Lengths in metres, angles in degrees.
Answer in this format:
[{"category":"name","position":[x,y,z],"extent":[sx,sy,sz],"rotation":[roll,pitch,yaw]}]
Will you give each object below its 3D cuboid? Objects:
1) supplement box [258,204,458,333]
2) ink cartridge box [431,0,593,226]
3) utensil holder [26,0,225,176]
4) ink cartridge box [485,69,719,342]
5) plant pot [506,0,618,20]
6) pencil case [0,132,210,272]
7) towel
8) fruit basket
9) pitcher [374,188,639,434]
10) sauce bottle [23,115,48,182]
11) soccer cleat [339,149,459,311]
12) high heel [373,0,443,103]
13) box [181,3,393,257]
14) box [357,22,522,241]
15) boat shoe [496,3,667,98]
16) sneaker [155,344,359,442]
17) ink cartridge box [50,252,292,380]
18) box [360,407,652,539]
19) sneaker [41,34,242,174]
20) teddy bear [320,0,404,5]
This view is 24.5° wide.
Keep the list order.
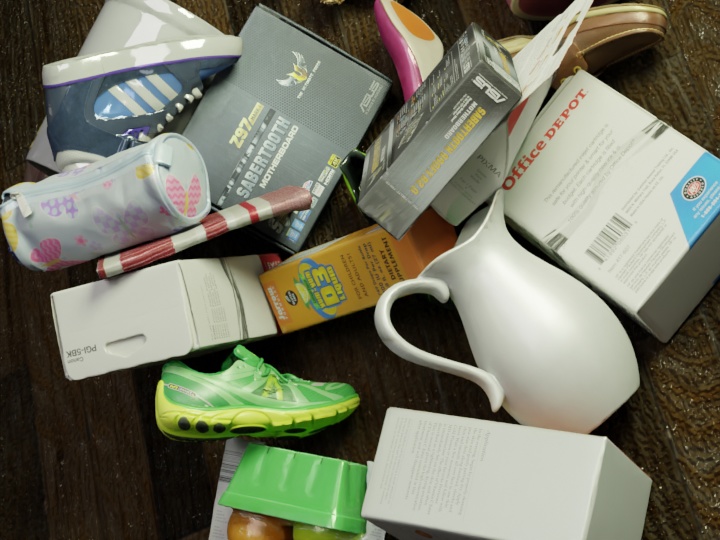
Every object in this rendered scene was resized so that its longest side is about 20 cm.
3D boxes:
[{"category":"supplement box","position":[0.000,0.000,1.505],"extent":[0.199,0.069,0.067],"rotation":[-20,97,45]},{"category":"ink cartridge box","position":[0.145,-0.147,1.422],"extent":[0.200,0.050,0.162],"rotation":[-39,16,46]},{"category":"utensil holder","position":[-0.225,-0.163,1.693],"extent":[0.169,0.170,0.202],"rotation":[22,83,34]},{"category":"ink cartridge box","position":[0.226,-0.058,1.441],"extent":[0.146,0.084,0.200],"rotation":[-50,54,1]},{"category":"plant pot","position":[0.181,-0.341,1.542],"extent":[0.198,0.200,0.181],"rotation":[-16,77,22]},{"category":"pencil case","position":[-0.232,-0.062,1.504],"extent":[0.198,0.091,0.084],"rotation":[-14,36,28]},{"category":"towel","position":[-0.143,-0.034,1.511],"extent":[0.198,0.144,0.023],"rotation":[-21,96,-6]},{"category":"fruit basket","position":[-0.059,0.260,1.473],"extent":[0.184,0.093,0.202],"rotation":[5,87,31]},{"category":"pitcher","position":[0.122,0.059,1.381],"extent":[0.171,0.121,0.200],"rotation":[-39,86,-21]},{"category":"sauce bottle","position":[-0.323,-0.134,1.794],"extent":[0.066,0.066,0.201],"rotation":[19,76,34]},{"category":"soccer cleat","position":[0.045,-0.036,1.535],"extent":[0.068,0.081,0.200],"rotation":[-45,55,4]},{"category":"high heel","position":[0.048,-0.171,1.603],"extent":[0.096,0.067,0.201],"rotation":[-49,62,30]},{"category":"box","position":[-0.082,-0.135,1.623],"extent":[0.157,0.051,0.201],"rotation":[30,83,2]},{"category":"box","position":[0.067,-0.123,1.419],"extent":[0.159,0.048,0.200],"rotation":[-50,9,14]},{"category":"boat shoe","position":[0.194,-0.191,1.532],"extent":[0.198,0.072,0.068],"rotation":[-16,70,31]},{"category":"sneaker","position":[-0.088,0.107,1.482],"extent":[0.074,0.198,0.085],"rotation":[-36,57,54]},{"category":"ink cartridge box","position":[-0.170,0.040,1.541],"extent":[0.145,0.200,0.084],"rotation":[-14,87,23]},{"category":"box","position":[0.121,0.187,1.366],"extent":[0.198,0.124,0.098],"rotation":[6,71,30]},{"category":"sneaker","position":[-0.199,-0.141,1.582],"extent":[0.198,0.081,0.148],"rotation":[-12,102,-12]},{"category":"teddy bear","position":[-0.009,-0.333,1.708],"extent":[0.200,0.067,0.145],"rotation":[37,86,35]}]
